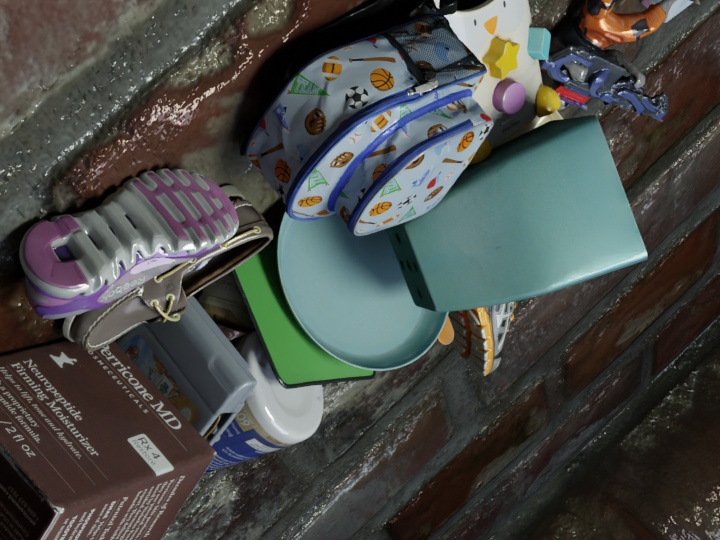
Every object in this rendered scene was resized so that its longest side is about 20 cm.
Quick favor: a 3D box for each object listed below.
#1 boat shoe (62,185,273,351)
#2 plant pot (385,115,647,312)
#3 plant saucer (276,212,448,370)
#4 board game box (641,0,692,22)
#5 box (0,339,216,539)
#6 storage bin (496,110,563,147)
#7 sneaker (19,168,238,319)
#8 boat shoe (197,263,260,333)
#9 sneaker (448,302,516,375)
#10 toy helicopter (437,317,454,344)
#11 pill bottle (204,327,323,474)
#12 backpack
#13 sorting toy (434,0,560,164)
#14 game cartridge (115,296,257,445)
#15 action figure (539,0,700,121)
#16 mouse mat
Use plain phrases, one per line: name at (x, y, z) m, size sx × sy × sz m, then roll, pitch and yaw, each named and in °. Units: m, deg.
boat shoe at (-0.165, 0.007, 1.418) m, size 0.200 × 0.060 × 0.072 m, roll -39°, pitch 160°, yaw -19°
plant pot at (0.134, -0.042, 1.537) m, size 0.200 × 0.141 × 0.141 m, roll -22°, pitch -173°, yaw -9°
plant saucer at (0.000, 0.000, 1.574) m, size 0.200 × 0.200 × 0.027 m, roll -29°, pitch -176°, yaw -37°
board game box at (0.408, -0.394, 1.798) m, size 0.200 × 0.043 × 0.199 m, roll -37°, pitch 158°, yaw -23°
box at (-0.268, 0.177, 1.388) m, size 0.200 × 0.166 × 0.164 m, roll -15°, pitch 143°, yaw -55°
storage bin at (0.145, -0.078, 1.729) m, size 0.200 × 0.094 × 0.199 m, roll -47°, pitch 140°, yaw 2°
sneaker at (-0.190, -0.016, 1.314) m, size 0.200 × 0.081 × 0.088 m, roll -24°, pitch 158°, yaw -36°
boat shoe at (-0.095, 0.030, 1.588) m, size 0.200 × 0.074 × 0.069 m, roll 32°, pitch 73°, yaw -72°
sneaker at (0.131, 0.025, 1.676) m, size 0.077 × 0.078 × 0.200 m, roll -27°, pitch 136°, yaw -26°
toy helicopter at (0.023, 0.012, 1.671) m, size 0.079 × 0.132 × 0.200 m, roll -54°, pitch 134°, yaw -38°
pill bottle at (-0.144, 0.133, 1.546) m, size 0.200 × 0.111 × 0.111 m, roll -22°, pitch 173°, yaw 31°
backpack at (0.003, -0.118, 1.397) m, size 0.190 × 0.154 × 0.200 m, roll -16°, pitch 149°, yaw -36°
sorting toy at (0.105, -0.212, 1.517) m, size 0.200 × 0.107 × 0.180 m, roll -35°, pitch 139°, yaw -26°
game cartridge at (-0.190, 0.126, 1.490) m, size 0.200 × 0.133 × 0.042 m, roll -52°, pitch 157°, yaw 20°
action figure at (0.265, -0.239, 1.738) m, size 0.200 × 0.105 × 0.193 m, roll 26°, pitch 115°, yaw -43°
mouse mat at (-0.058, 0.034, 1.553) m, size 0.008 × 0.161 × 0.200 m, roll -28°, pitch 167°, yaw 22°
